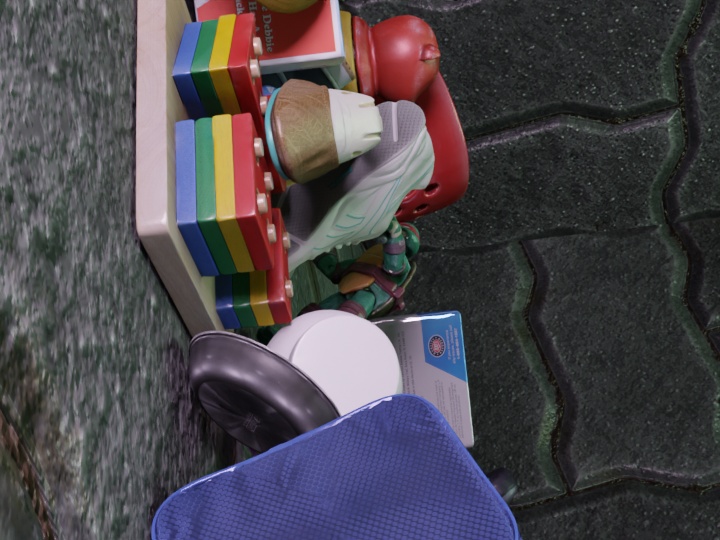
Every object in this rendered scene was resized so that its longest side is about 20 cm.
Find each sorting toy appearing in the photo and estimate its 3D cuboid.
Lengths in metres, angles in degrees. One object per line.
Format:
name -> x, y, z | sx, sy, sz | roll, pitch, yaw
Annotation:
sorting toy -> -0.088, -0.070, 0.748 | 0.201, 0.068, 0.202 | 78, 6, -63

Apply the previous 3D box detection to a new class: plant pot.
plant pot -> -0.006, -0.136, 1.215 | 0.200, 0.180, 0.204 | 158, -90, -79

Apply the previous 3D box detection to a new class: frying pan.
frying pan -> -0.037, 0.107, 0.716 | 0.190, 0.114, 0.031 | 46, 56, -18

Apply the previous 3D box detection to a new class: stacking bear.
stacking bear -> -0.023, -0.187, 1.057 | 0.122, 0.196, 0.116 | -85, 168, -77

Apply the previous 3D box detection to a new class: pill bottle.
pill bottle -> -0.029, 0.090, 0.818 | 0.200, 0.102, 0.106 | 127, -41, -71

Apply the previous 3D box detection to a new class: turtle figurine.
turtle figurine -> 0.000, 0.000, 1.002 | 0.149, 0.101, 0.201 | -27, -157, 54

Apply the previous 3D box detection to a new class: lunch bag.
lunch bag -> -0.002, 0.174, 0.620 | 0.136, 0.197, 0.134 | -125, -159, -43

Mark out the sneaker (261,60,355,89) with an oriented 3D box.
sneaker -> -0.103, -0.214, 0.967 | 0.201, 0.108, 0.070 | 54, 6, 0

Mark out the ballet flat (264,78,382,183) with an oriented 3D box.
ballet flat -> -0.020, -0.096, 0.779 | 0.200, 0.071, 0.069 | -60, 143, -86

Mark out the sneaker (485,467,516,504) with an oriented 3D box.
sneaker -> 0.095, 0.257, 1.020 | 0.088, 0.074, 0.201 | 48, -50, 13

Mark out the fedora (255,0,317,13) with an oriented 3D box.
fedora -> -0.088, -0.276, 0.794 | 0.199, 0.081, 0.205 | 11, 77, -57

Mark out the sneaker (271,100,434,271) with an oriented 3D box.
sneaker -> -0.019, -0.042, 0.890 | 0.071, 0.199, 0.081 | 51, -4, 38

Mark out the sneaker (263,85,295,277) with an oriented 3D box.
sneaker -> -0.082, -0.068, 0.956 | 0.076, 0.104, 0.202 | -80, -166, -65

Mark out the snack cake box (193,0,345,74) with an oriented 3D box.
snack cake box -> -0.079, -0.258, 0.892 | 0.067, 0.113, 0.204 | -119, -157, -85

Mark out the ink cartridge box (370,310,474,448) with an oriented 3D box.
ink cartridge box -> 0.015, 0.126, 1.235 | 0.085, 0.196, 0.148 | 164, -80, -89
